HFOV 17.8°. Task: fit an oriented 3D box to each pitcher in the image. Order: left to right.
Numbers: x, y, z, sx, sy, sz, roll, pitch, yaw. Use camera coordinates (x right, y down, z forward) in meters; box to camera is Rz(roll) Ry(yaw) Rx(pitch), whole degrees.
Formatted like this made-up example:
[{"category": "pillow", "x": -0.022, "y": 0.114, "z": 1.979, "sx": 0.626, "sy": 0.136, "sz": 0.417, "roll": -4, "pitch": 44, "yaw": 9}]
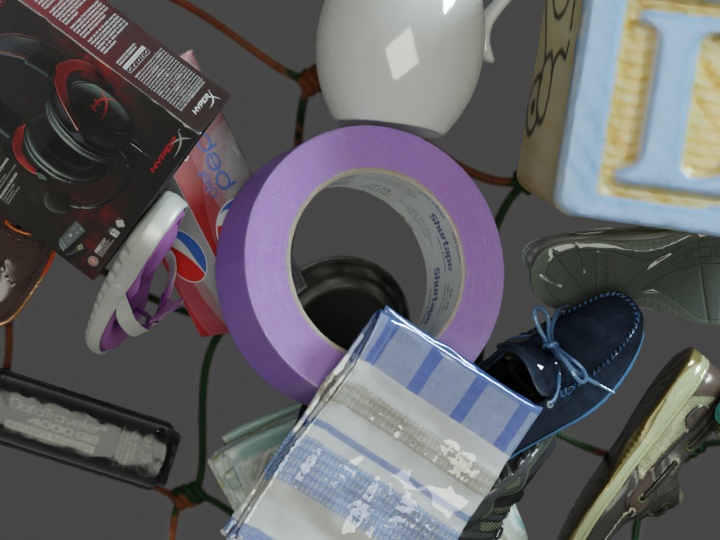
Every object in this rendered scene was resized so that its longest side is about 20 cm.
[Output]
[{"category": "pitcher", "x": 0.057, "y": -0.196, "z": 1.669, "sx": 0.171, "sy": 0.121, "sz": 0.200, "roll": 9, "pitch": 85, "yaw": -20}]

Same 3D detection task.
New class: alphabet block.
[{"category": "alphabet block", "x": 0.230, "y": -0.128, "z": 1.640, "sx": 0.196, "sy": 0.200, "sz": 0.196, "roll": 10, "pitch": 97, "yaw": -5}]

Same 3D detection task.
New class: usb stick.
[{"category": "usb stick", "x": -0.235, "y": 0.112, "z": 1.722, "sx": 0.200, "sy": 0.033, "sz": 0.056, "roll": 18, "pitch": 89, "yaw": -6}]

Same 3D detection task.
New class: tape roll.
[{"category": "tape roll", "x": 0.000, "y": 0.000, "z": 1.643, "sx": 0.200, "sy": 0.066, "sz": 0.200, "roll": 4, "pitch": 80, "yaw": -23}]

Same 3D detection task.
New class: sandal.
[{"category": "sandal", "x": -0.152, "y": 0.016, "z": 1.634, "sx": 0.050, "sy": 0.203, "sz": 0.082, "roll": 35, "pitch": 63, "yaw": 3}]

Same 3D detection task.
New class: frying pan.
[{"category": "frying pan", "x": -0.014, "y": 0.080, "z": 1.695, "sx": 0.115, "sy": 0.031, "sz": 0.190, "roll": -10, "pitch": 68, "yaw": 10}]

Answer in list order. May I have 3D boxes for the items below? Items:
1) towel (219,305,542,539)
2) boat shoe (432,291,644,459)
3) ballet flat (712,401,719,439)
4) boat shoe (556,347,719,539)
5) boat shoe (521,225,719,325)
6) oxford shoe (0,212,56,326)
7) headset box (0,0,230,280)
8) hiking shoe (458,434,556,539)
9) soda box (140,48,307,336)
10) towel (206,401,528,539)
[{"category": "towel", "x": 0.016, "y": 0.141, "z": 1.591, "sx": 0.147, "sy": 0.024, "sz": 0.200, "roll": 34, "pitch": 93, "yaw": -14}, {"category": "boat shoe", "x": 0.125, "y": 0.082, "z": 1.643, "sx": 0.200, "sy": 0.069, "sz": 0.084, "roll": -42, "pitch": 57, "yaw": -14}, {"category": "ballet flat", "x": 0.337, "y": 0.062, "z": 1.735, "sx": 0.075, "sy": 0.068, "sz": 0.200, "roll": 44, "pitch": 73, "yaw": -34}, {"category": "boat shoe", "x": 0.217, "y": 0.156, "z": 1.739, "sx": 0.066, "sy": 0.072, "sz": 0.201, "roll": 33, "pitch": 89, "yaw": -2}, {"category": "boat shoe", "x": 0.223, "y": -0.003, "z": 1.726, "sx": 0.202, "sy": 0.065, "sz": 0.075, "roll": -1, "pitch": 109, "yaw": -6}, {"category": "oxford shoe", "x": -0.248, "y": -0.052, "z": 1.678, "sx": 0.071, "sy": 0.073, "sz": 0.200, "roll": 17, "pitch": 96, "yaw": -6}, {"category": "headset box", "x": -0.215, "y": -0.115, "z": 1.574, "sx": 0.200, "sy": 0.075, "sz": 0.149, "roll": 37, "pitch": 119, "yaw": -5}, {"category": "hiking shoe", "x": 0.071, "y": 0.181, "z": 1.695, "sx": 0.200, "sy": 0.101, "sz": 0.076, "roll": -43, "pitch": 56, "yaw": -15}, {"category": "soda box", "x": -0.120, "y": -0.054, "z": 1.669, "sx": 0.070, "sy": 0.063, "sz": 0.200, "roll": -38, "pitch": 108, "yaw": -38}, {"category": "towel", "x": 0.005, "y": 0.169, "z": 1.740, "sx": 0.200, "sy": 0.048, "sz": 0.171, "roll": -24, "pitch": 101, "yaw": -1}]
